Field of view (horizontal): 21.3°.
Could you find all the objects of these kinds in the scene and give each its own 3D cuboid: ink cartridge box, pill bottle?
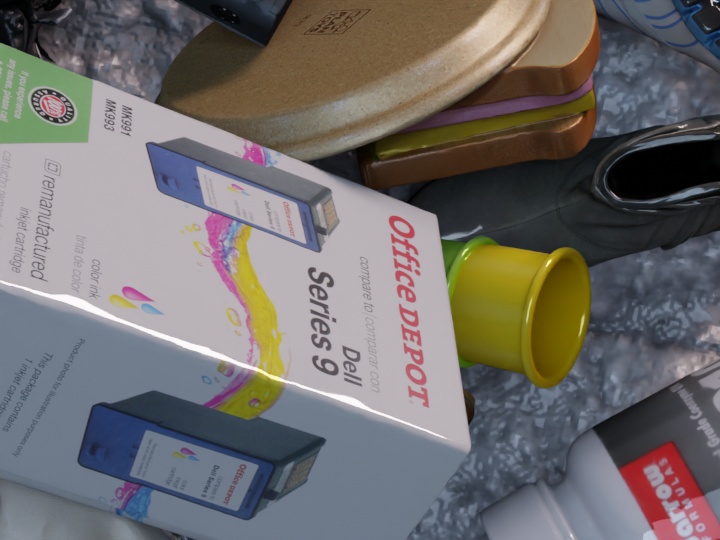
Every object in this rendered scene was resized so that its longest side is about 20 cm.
[{"bbox_3d":[-0.069,0.016,0.710,0.200,0.145,0.088,22,124,-19],"label":"ink cartridge box"},{"bbox_3d":[0.161,0.099,0.830,0.200,0.114,0.114,-29,85,2],"label":"pill bottle"}]

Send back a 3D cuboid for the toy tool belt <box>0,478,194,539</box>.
[{"bbox_3d":[-0.082,0.115,0.769,0.123,0.200,0.125,19,104,-1],"label":"toy tool belt"}]

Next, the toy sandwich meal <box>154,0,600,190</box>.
[{"bbox_3d":[0.007,-0.081,0.842,0.205,0.205,0.070,-21,117,3],"label":"toy sandwich meal"}]

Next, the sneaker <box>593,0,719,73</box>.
[{"bbox_3d":[0.136,-0.134,0.860,0.200,0.087,0.075,43,67,15],"label":"sneaker"}]

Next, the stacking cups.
[{"bbox_3d":[0.000,0.000,0.842,0.200,0.060,0.061,14,87,30],"label":"stacking cups"}]

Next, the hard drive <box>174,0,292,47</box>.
[{"bbox_3d":[-0.096,-0.204,0.832,0.200,0.033,0.140,28,73,-1],"label":"hard drive"}]

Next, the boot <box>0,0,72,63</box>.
[{"bbox_3d":[-0.214,-0.129,0.805,0.198,0.162,0.073,13,112,-5],"label":"boot"}]

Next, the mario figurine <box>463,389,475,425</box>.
[{"bbox_3d":[-0.025,0.127,0.842,0.106,0.123,0.200,31,80,-38],"label":"mario figurine"}]

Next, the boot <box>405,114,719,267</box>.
[{"bbox_3d":[0.106,-0.037,0.834,0.200,0.131,0.068,-14,86,4],"label":"boot"}]
